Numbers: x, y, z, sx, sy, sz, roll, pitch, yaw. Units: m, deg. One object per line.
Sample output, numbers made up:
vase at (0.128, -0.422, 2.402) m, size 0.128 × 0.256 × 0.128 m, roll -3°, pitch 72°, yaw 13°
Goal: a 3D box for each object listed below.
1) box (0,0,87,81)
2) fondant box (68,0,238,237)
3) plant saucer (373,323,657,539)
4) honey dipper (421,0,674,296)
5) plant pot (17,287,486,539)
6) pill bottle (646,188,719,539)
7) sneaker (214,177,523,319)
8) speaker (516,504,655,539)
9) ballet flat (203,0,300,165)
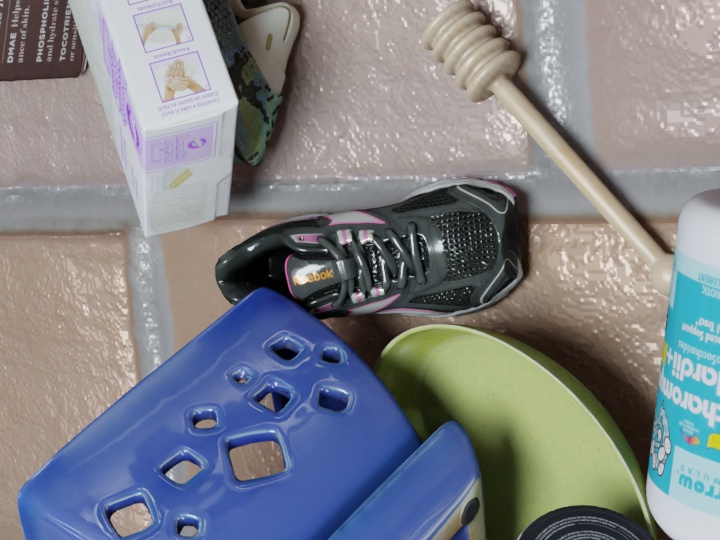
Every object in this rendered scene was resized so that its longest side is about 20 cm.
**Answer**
box at (-0.294, -0.219, 1.019) m, size 0.165 × 0.199 × 0.165 m, roll 22°, pitch 111°, yaw 33°
fondant box at (-0.130, -0.142, 0.933) m, size 0.144 × 0.058 × 0.201 m, roll 107°, pitch 144°, yaw -66°
plant saucer at (0.087, 0.112, 0.866) m, size 0.199 × 0.031 × 0.201 m, roll 30°, pitch 137°, yaw 32°
honey dipper at (0.108, -0.065, 0.848) m, size 0.200 × 0.038 × 0.038 m, roll 50°, pitch 123°, yaw 17°
plant pot at (-0.041, 0.163, 0.862) m, size 0.179 × 0.200 × 0.201 m, roll 27°, pitch 141°, yaw 30°
pill bottle at (0.197, 0.067, 0.757) m, size 0.110 × 0.110 × 0.202 m, roll 13°, pitch 106°, yaw 34°
sneaker at (0.000, 0.000, 0.909) m, size 0.199 × 0.086 × 0.081 m, roll -13°, pitch 92°, yaw 37°
speaker at (0.105, 0.213, 0.826) m, size 0.081 × 0.081 × 0.201 m, roll 35°, pitch 144°, yaw 27°
ballet flat at (-0.073, -0.166, 0.951) m, size 0.074 × 0.074 × 0.201 m, roll -16°, pitch 92°, yaw 38°
